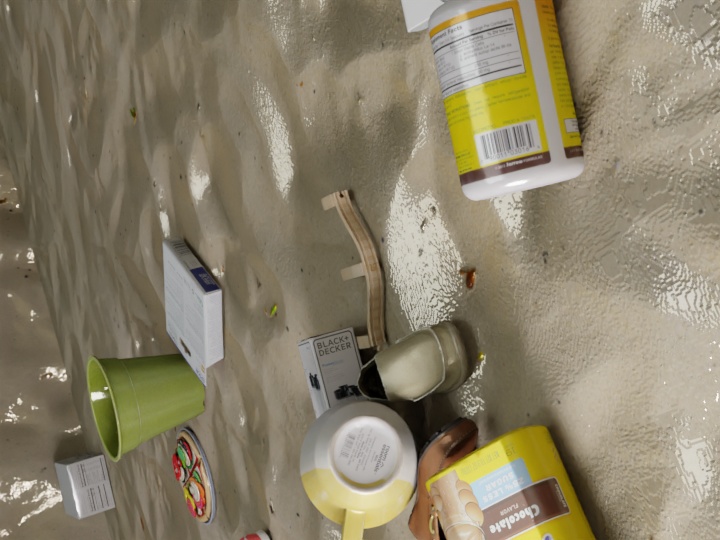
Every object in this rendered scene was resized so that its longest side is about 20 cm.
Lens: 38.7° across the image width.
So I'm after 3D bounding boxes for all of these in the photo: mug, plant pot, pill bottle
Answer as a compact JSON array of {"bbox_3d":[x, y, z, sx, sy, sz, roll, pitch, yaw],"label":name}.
[{"bbox_3d":[0.010,0.231,1.163,0.153,0.147,0.189,101,146,-75],"label":"mug"},{"bbox_3d":[-0.402,0.238,1.953,0.200,0.187,0.204,36,133,51],"label":"plant pot"},{"bbox_3d":[0.120,-0.168,0.870,0.109,0.108,0.204,-9,93,62],"label":"pill bottle"}]

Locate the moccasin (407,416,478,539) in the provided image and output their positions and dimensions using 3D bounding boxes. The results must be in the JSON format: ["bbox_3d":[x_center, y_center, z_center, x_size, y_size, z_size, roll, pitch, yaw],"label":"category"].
[{"bbox_3d":[0.099,0.243,1.127,0.078,0.073,0.204,42,134,35],"label":"moccasin"}]

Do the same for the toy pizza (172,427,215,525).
[{"bbox_3d":[-0.348,0.425,2.100,0.200,0.031,0.204,35,131,53],"label":"toy pizza"}]

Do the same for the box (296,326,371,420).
[{"bbox_3d":[-0.023,0.179,1.318,0.117,0.059,0.204,146,110,-76],"label":"box"}]

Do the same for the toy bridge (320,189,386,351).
[{"bbox_3d":[0.000,0.000,1.258,0.067,0.027,0.204,-17,87,62],"label":"toy bridge"}]

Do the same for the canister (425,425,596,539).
[{"bbox_3d":[0.156,0.269,0.978,0.148,0.086,0.203,-37,64,32],"label":"canister"}]

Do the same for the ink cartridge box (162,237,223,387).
[{"bbox_3d":[-0.303,0.074,1.854,0.196,0.043,0.203,44,140,45],"label":"ink cartridge box"}]

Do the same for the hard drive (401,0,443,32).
[{"bbox_3d":[0.064,-0.349,0.987,0.131,0.026,0.204,-10,93,63],"label":"hard drive"}]

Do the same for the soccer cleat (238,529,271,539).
[{"bbox_3d":[-0.164,0.553,1.758,0.068,0.072,0.203,-44,64,58],"label":"soccer cleat"}]

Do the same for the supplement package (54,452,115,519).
[{"bbox_3d":[-0.798,0.619,2.957,0.199,0.109,0.159,-16,88,63],"label":"supplement package"}]

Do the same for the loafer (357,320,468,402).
[{"bbox_3d":[0.056,0.114,1.156,0.200,0.067,0.077,-44,63,59],"label":"loafer"}]
